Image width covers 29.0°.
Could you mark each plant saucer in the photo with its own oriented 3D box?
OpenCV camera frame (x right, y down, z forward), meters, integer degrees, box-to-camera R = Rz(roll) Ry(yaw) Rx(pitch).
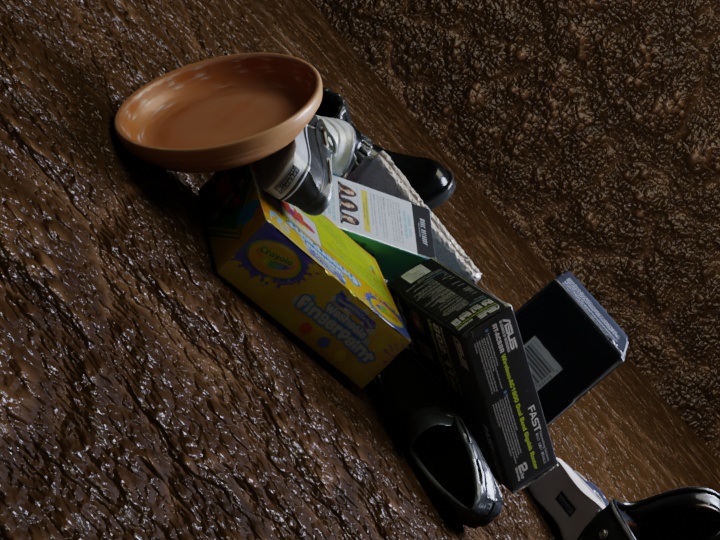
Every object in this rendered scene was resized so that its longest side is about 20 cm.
[{"bbox_3d":[-0.130,-0.145,1.302,0.201,0.197,0.038,-112,-171,-59],"label":"plant saucer"}]

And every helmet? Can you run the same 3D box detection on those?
[{"bbox_3d":[0.296,0.316,1.361,0.200,0.188,0.203,169,-90,-83],"label":"helmet"}]

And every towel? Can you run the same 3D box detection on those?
[{"bbox_3d":[0.040,-0.031,1.653,0.201,0.132,0.034,50,34,4],"label":"towel"}]

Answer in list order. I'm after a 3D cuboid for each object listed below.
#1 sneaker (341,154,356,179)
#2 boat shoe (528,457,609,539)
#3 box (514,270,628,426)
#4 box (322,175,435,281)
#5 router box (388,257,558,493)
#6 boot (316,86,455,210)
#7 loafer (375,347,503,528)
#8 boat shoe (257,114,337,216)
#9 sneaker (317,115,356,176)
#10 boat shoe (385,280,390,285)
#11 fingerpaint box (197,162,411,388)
[{"bbox_3d":[-0.063,-0.103,1.570,0.071,0.082,0.200,56,23,-7],"label":"sneaker"},{"bbox_3d":[0.274,0.299,1.612,0.092,0.075,0.201,31,20,-36],"label":"boat shoe"},{"bbox_3d":[0.204,0.113,1.639,0.124,0.200,0.196,49,11,8],"label":"box"},{"bbox_3d":[-0.018,-0.052,1.480,0.198,0.049,0.083,19,42,-22],"label":"box"},{"bbox_3d":[0.112,0.104,1.395,0.150,0.062,0.202,33,-32,56],"label":"router box"},{"bbox_3d":[0.004,-0.147,1.691,0.080,0.208,0.159,-71,155,-43],"label":"boot"},{"bbox_3d":[0.071,0.153,1.335,0.202,0.068,0.070,59,6,26],"label":"loafer"},{"bbox_3d":[-0.056,-0.115,1.347,0.068,0.074,0.200,36,15,-22],"label":"boat shoe"},{"bbox_3d":[-0.092,-0.159,1.522,0.086,0.076,0.199,10,6,-43],"label":"sneaker"},{"bbox_3d":[0.000,0.000,1.557,0.199,0.072,0.068,30,24,-45],"label":"boat shoe"},{"bbox_3d":[-0.058,-0.004,1.346,0.200,0.073,0.167,40,14,-29],"label":"fingerpaint box"}]
